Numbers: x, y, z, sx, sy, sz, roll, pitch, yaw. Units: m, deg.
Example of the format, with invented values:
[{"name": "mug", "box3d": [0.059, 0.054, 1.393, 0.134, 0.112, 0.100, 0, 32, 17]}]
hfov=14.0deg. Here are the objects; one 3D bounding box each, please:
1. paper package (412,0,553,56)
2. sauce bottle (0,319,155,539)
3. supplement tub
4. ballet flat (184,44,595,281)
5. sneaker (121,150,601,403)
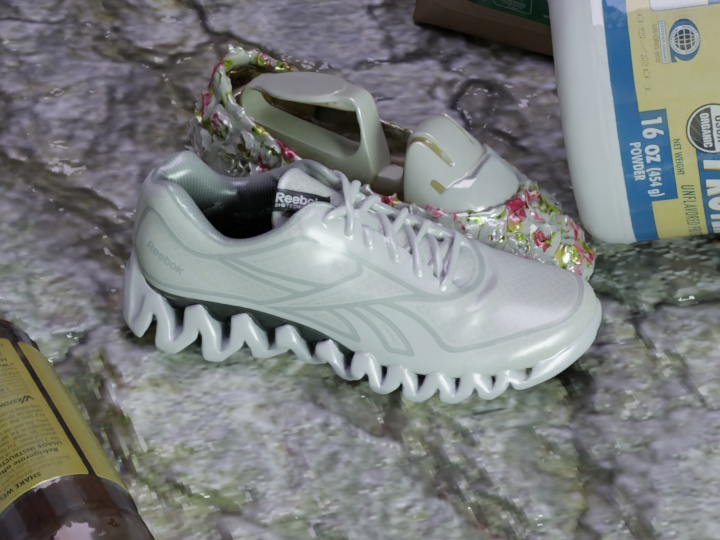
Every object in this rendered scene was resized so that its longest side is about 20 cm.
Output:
[{"name": "paper package", "box3d": [0.151, -0.179, 1.428, 0.200, 0.104, 0.191, 18, 39, 19]}, {"name": "sauce bottle", "box3d": [-0.114, 0.095, 1.073, 0.065, 0.065, 0.200, -13, 38, -20]}, {"name": "supplement tub", "box3d": [0.186, -0.092, 1.249, 0.200, 0.145, 0.145, -7, 35, 9]}, {"name": "ballet flat", "box3d": [0.009, -0.044, 1.270, 0.200, 0.064, 0.076, 20, 39, 22]}, {"name": "sneaker", "box3d": [0.000, 0.000, 1.197, 0.200, 0.081, 0.075, 8, 35, 5]}]
